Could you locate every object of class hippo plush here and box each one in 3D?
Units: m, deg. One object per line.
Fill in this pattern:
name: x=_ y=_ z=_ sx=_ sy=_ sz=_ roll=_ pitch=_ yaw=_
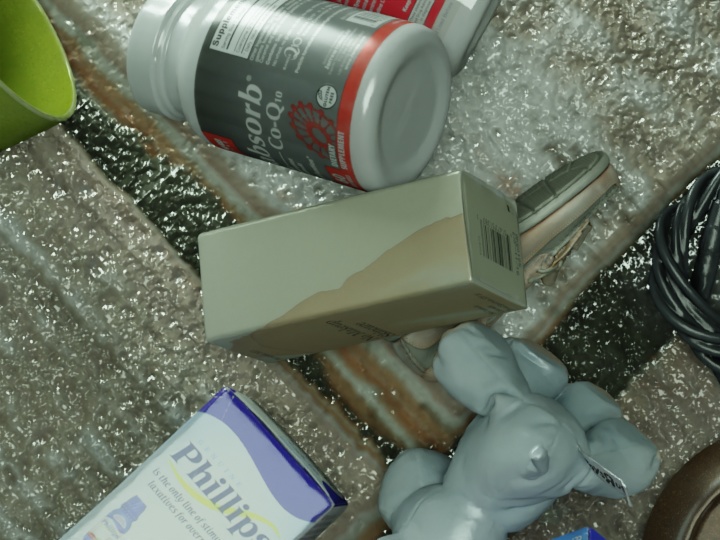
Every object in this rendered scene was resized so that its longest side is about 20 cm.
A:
hippo plush: x=0.099 y=0.152 z=1.407 sx=0.159 sy=0.200 sz=0.161 roll=25 pitch=109 yaw=-29

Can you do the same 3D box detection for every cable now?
cable: x=0.301 y=-0.013 z=1.465 sx=0.200 sy=0.051 sz=0.163 roll=-39 pitch=81 yaw=1

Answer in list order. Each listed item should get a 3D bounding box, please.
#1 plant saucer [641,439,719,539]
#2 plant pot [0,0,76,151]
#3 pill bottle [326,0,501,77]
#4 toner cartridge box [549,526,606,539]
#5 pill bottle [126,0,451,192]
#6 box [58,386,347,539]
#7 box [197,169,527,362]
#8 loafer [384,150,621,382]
plant saucer: x=0.292 y=0.207 z=1.443 sx=0.200 sy=0.034 sz=0.201 roll=0 pitch=89 yaw=-2
plant pot: x=-0.329 y=-0.129 z=1.434 sx=0.200 sy=0.187 sz=0.187 roll=-32 pitch=85 yaw=14
pill bottle: x=0.002 y=-0.225 z=1.451 sx=0.200 sy=0.112 sz=0.112 roll=29 pitch=87 yaw=3
toner cartridge box: x=0.167 y=0.242 z=1.369 sx=0.095 sy=0.200 sz=0.043 roll=-26 pitch=41 yaw=32
pill bottle: x=-0.050 y=-0.128 z=1.418 sx=0.200 sy=0.116 sz=0.116 roll=17 pitch=86 yaw=28
box: x=-0.116 y=0.182 z=1.386 sx=0.200 sy=0.184 sz=0.105 roll=-42 pitch=84 yaw=-3
box: x=0.000 y=0.000 z=1.402 sx=0.200 sy=0.095 sz=0.078 roll=-14 pitch=72 yaw=27
loafer: x=0.103 y=-0.002 z=1.461 sx=0.200 sy=0.072 sz=0.063 roll=-37 pitch=102 yaw=4
